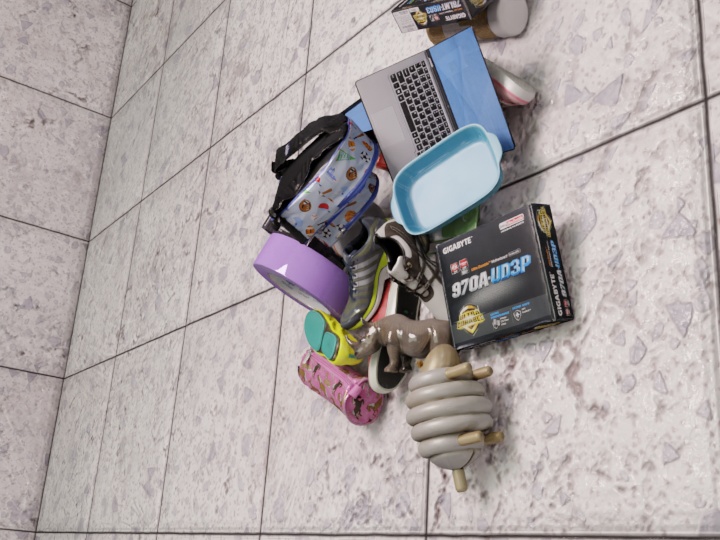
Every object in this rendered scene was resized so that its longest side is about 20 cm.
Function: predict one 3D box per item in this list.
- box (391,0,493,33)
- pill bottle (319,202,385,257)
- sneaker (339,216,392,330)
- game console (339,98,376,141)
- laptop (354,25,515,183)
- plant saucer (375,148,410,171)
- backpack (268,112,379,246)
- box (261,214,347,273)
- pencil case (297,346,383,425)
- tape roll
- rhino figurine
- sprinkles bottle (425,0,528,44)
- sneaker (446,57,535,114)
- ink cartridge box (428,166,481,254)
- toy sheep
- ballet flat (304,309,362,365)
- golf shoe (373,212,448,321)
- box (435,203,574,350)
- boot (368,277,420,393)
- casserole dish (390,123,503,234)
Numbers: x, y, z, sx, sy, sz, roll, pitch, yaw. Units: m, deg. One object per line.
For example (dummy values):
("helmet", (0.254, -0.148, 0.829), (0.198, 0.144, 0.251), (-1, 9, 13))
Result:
("box", (0.175, -0.470, 1.390), (0.200, 0.050, 0.197), (-44, 29, -19))
("pill bottle", (-0.043, -0.093, 1.581), (0.199, 0.110, 0.114), (28, 98, 57))
("sneaker", (0.000, 0.000, 1.399), (0.074, 0.079, 0.204), (36, 108, 64))
("game console", (-0.032, -0.275, 1.642), (0.198, 0.115, 0.180), (-23, 57, 49))
("laptop", (0.110, -0.240, 1.307), (0.196, 0.191, 0.116), (-21, 8, 8))
("plant saucer", (0.094, -0.262, 1.476), (0.200, 0.036, 0.204), (-138, 68, -75))
("backpack", (-0.051, -0.151, 1.393), (0.191, 0.152, 0.202), (-48, 26, 25))
("box", (-0.093, -0.035, 1.601), (0.036, 0.142, 0.199), (-53, 32, -5))
("pencil case", (-0.036, 0.194, 1.462), (0.199, 0.085, 0.085), (27, 105, 57))
("tape roll", (-0.093, 0.017, 1.518), (0.066, 0.199, 0.199), (-57, 31, -11))
("rhino figurine", (0.064, 0.112, 1.305), (0.196, 0.059, 0.090), (5, 87, 28))
("sprinkles bottle", (0.189, -0.415, 1.416), (0.199, 0.067, 0.070), (13, 86, 58))
("sneaker", (0.197, -0.270, 1.337), (0.106, 0.074, 0.201), (-64, 31, 17))
("ink cartridge box", (0.139, -0.090, 1.353), (0.198, 0.058, 0.106), (-10, 68, 54))
("toy sheep", (0.126, 0.203, 1.183), (0.137, 0.136, 0.205), (-28, 59, 47))
("ballet flat", (-0.044, 0.120, 1.460), (0.200, 0.066, 0.068), (-146, 70, -68))
("golf shoe", (0.087, 0.012, 1.307), (0.202, 0.093, 0.078), (59, 141, 13))
("box", (0.198, 0.014, 1.198), (0.198, 0.045, 0.163), (-23, 72, 50))
("boot", (0.027, 0.109, 1.427), (0.143, 0.071, 0.204), (-16, 56, 54))
("casserole dish", (0.133, -0.130, 1.271), (0.198, 0.038, 0.123), (-32, 60, 27))
